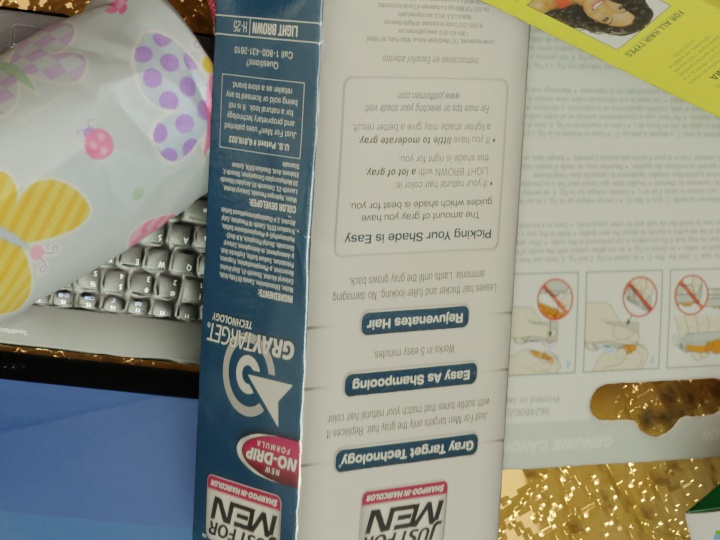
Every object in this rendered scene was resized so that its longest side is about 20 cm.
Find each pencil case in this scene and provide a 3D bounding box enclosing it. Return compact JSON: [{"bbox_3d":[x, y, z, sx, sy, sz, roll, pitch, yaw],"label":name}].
[{"bbox_3d":[-0.136,-0.020,0.811,0.200,0.091,0.083,-34,119,-20],"label":"pencil case"}]

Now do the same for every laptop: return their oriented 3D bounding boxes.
[{"bbox_3d":[-0.124,0.006,0.853,0.176,0.103,0.201,7,94,-10],"label":"laptop"}]

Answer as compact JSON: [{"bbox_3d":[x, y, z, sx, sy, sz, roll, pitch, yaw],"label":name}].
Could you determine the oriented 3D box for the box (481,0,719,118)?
[{"bbox_3d":[0.099,-0.110,0.815,0.199,0.050,0.076,24,52,-24],"label":"box"}]

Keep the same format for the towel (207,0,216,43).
[{"bbox_3d":[0.017,-0.097,0.885,0.146,0.030,0.201,-20,98,-23],"label":"towel"}]

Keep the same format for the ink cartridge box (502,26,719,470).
[{"bbox_3d":[0.105,-0.031,0.894,0.159,0.047,0.201,-1,97,-26],"label":"ink cartridge box"}]

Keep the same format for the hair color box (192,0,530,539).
[{"bbox_3d":[0.000,0.000,0.815,0.100,0.060,0.201,-3,99,-42],"label":"hair color box"}]

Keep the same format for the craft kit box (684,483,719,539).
[{"bbox_3d":[0.199,0.147,0.879,0.048,0.200,0.198,-14,97,34],"label":"craft kit box"}]
